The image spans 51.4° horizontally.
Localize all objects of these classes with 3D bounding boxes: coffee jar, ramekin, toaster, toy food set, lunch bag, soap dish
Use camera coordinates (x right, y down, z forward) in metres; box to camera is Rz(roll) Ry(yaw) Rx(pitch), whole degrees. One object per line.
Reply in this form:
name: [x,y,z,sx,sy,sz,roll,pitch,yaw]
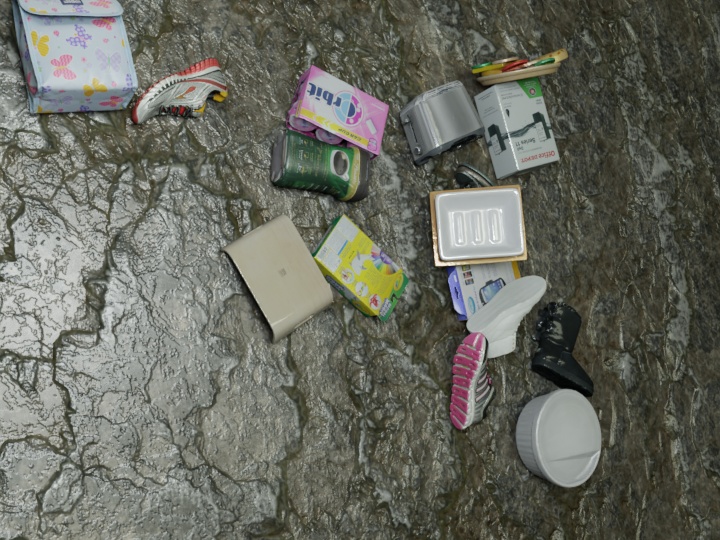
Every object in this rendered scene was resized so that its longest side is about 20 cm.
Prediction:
coffee jar: [-0.073,-0.200,1.459,0.196,0.085,0.107,11,75,-27]
ramekin: [0.428,0.367,1.647,0.198,0.094,0.208,6,78,-29]
toaster: [0.178,-0.321,1.609,0.197,0.113,0.132,-26,92,-29]
toy food set: [-0.155,0.012,1.400,0.142,0.060,0.203,-31,89,-29]
toy food set: [0.355,-0.455,1.683,0.196,0.197,0.050,-23,108,-46]
lunch bag: [-0.476,-0.376,1.237,0.166,0.127,0.205,-8,79,-32]
soap dish: [0.247,-0.092,1.590,0.194,0.081,0.162,-4,82,0]

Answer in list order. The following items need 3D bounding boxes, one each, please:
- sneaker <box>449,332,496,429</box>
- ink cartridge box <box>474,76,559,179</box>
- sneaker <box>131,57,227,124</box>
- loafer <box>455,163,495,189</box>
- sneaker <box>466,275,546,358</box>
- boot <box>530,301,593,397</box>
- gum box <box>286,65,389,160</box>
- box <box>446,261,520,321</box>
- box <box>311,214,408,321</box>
sneaker: [0.243,0.229,1.567,0.086,0.073,0.206,3,96,-38]
ink cartridge box: [0.363,-0.328,1.733,0.144,0.083,0.205,-17,91,-30]
sneaker: [-0.319,-0.309,1.341,0.198,0.077,0.083,-35,100,-29]
loafer: [0.278,-0.152,1.665,0.199,0.071,0.064,42,70,-19]
sneaker: [0.325,0.104,1.617,0.198,0.074,0.117,-34,128,-6]
boot: [0.477,0.180,1.724,0.196,0.073,0.166,31,65,-21]
gum box: [-0.048,-0.312,1.503,0.196,0.066,0.116,22,70,-25]
box: [0.269,0.034,1.645,0.196,0.041,0.122,-12,88,-28]
box: [0.000,0.000,1.491,0.199,0.048,0.118,42,64,-15]
